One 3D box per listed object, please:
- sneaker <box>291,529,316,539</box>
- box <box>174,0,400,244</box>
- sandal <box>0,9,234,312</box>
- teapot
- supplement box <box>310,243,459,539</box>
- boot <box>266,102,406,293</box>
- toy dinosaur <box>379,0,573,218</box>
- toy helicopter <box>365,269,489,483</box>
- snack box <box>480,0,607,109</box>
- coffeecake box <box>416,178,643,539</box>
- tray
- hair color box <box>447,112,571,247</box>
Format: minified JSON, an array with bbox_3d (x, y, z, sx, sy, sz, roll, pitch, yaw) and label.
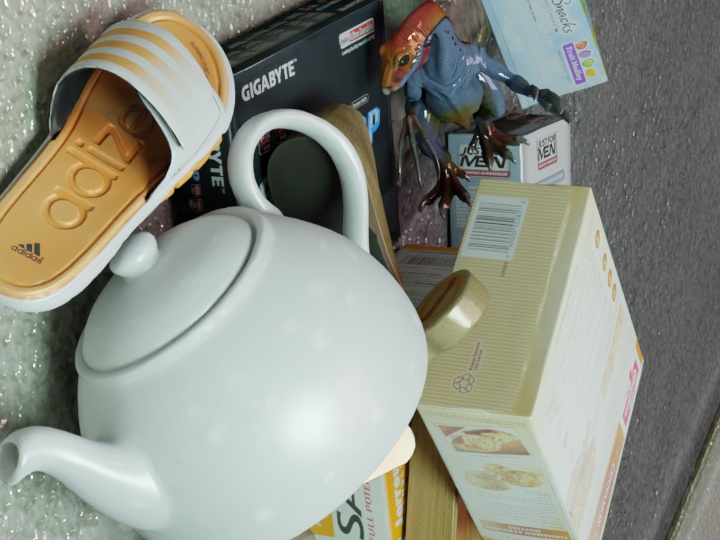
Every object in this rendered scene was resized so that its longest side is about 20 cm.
[{"bbox_3d":[-0.081,0.221,1.086,0.200,0.076,0.070,-42,179,-23],"label":"sneaker"},{"bbox_3d":[-0.041,-0.062,1.219,0.200,0.046,0.160,-36,126,-57],"label":"box"},{"bbox_3d":[-0.118,-0.065,1.011,0.207,0.079,0.059,-61,176,-38],"label":"sandal"},{"bbox_3d":[-0.070,0.035,1.046,0.146,0.197,0.200,52,12,-24],"label":"teapot"},{"bbox_3d":[0.026,0.077,1.346,0.200,0.073,0.127,-42,131,-55],"label":"supplement box"},{"bbox_3d":[0.000,0.000,1.191,0.076,0.073,0.201,-61,145,-58],"label":"boot"},{"bbox_3d":[0.042,-0.116,1.317,0.105,0.200,0.182,-33,136,-7],"label":"toy dinosaur"},{"bbox_3d":[-0.007,0.076,1.123,0.079,0.200,0.132,43,16,-14],"label":"toy helicopter"},{"bbox_3d":[0.096,-0.236,1.363,0.169,0.067,0.201,63,14,-47],"label":"snack box"},{"bbox_3d":[0.107,0.066,1.245,0.200,0.073,0.154,64,38,-53],"label":"coffeecake box"},{"bbox_3d":[0.062,0.151,1.312,0.099,0.037,0.201,-17,113,-63],"label":"tray"},{"bbox_3d":[0.112,-0.009,1.525,0.099,0.060,0.201,-26,117,-61],"label":"hair color box"}]
